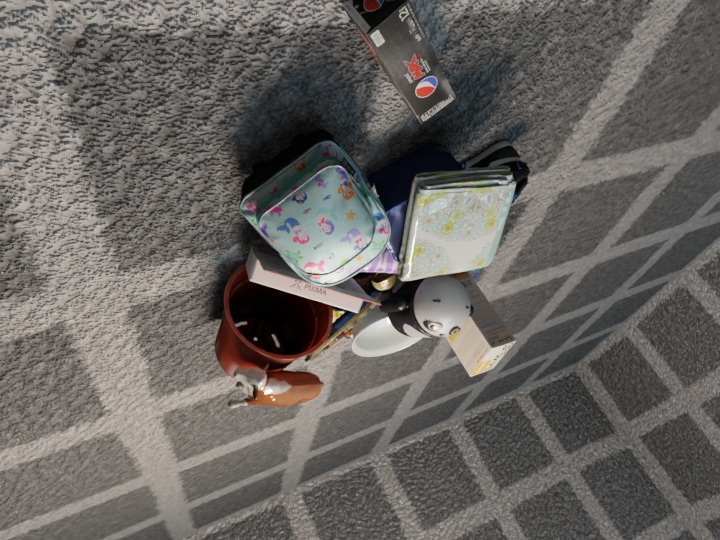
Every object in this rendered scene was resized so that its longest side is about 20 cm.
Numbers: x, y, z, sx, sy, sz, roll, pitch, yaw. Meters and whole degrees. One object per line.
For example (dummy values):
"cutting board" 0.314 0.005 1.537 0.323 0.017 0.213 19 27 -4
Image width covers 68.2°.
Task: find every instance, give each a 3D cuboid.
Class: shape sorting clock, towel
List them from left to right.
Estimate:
"shape sorting clock" -0.031 0.112 1.045 0.200 0.039 0.200 -39 -179 1
"towel" 0.152 -0.074 0.867 0.171 0.048 0.200 -7 132 -15

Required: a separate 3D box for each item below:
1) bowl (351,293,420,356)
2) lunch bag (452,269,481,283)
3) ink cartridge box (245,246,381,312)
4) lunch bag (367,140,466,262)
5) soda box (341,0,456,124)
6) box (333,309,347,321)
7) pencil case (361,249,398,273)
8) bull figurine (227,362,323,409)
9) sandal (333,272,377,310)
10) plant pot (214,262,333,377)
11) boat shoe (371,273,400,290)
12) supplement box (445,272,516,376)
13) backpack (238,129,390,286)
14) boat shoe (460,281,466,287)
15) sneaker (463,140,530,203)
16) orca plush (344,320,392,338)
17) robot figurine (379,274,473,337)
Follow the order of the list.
"bowl" 0.062 0.115 1.247 0.201 0.091 0.201 -14 148 -9
"lunch bag" 0.197 0.028 1.314 0.200 0.077 0.161 -22 149 -13
"ink cartridge box" -0.085 0.024 0.888 0.200 0.176 0.045 18 98 -20
"lunch bag" 0.101 -0.128 0.920 0.200 0.132 0.136 -29 135 1
"soda box" 0.057 -0.279 0.691 0.063 0.071 0.200 -36 151 11
"box" -0.086 0.102 1.210 0.159 0.049 0.200 -17 150 -17
"pencil case" 0.031 -0.029 1.003 0.200 0.084 0.086 4 147 -19
"bull figurine" -0.156 0.207 0.934 0.121 0.065 0.200 -19 155 35
"sandal" 0.000 0.000 1.081 0.200 0.080 0.054 -44 170 16
"plant pot" -0.182 0.111 1.005 0.200 0.201 0.195 -8 154 -34
"boat shoe" 0.092 -0.040 1.120 0.200 0.072 0.065 -41 145 11
"supplement box" 0.251 0.122 1.222 0.073 0.200 0.126 -13 147 -26
"backpack" -0.054 -0.077 0.769 0.177 0.151 0.200 -34 124 6
"boat shoe" 0.131 0.043 1.181 0.072 0.199 0.065 -43 141 -70
"sneaker" 0.225 -0.152 1.009 0.200 0.112 0.073 -35 150 10
"orca plush" 0.059 0.143 1.385 0.200 0.071 0.105 -13 137 16
"robot figurine" 0.129 0.073 1.053 0.150 0.125 0.200 -37 -171 -24
